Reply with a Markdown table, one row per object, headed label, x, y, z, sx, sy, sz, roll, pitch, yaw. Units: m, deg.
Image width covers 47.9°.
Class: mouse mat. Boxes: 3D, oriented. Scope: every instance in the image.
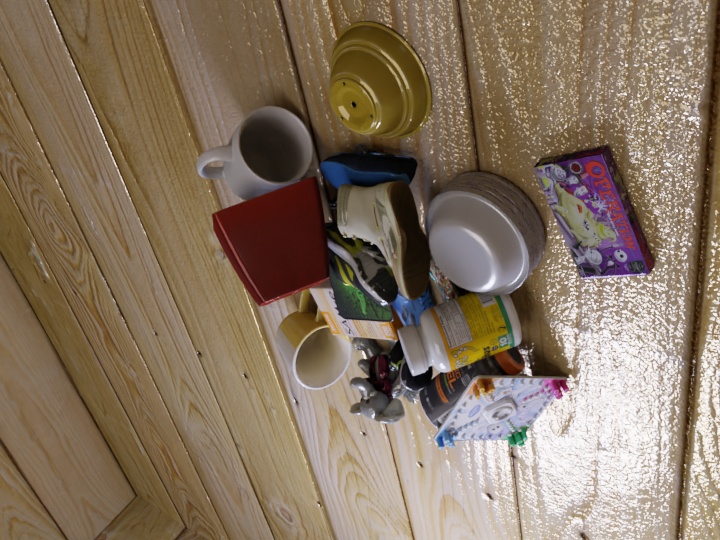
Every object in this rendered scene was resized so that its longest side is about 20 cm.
| label | x | y | z | sx | sy | sz | roll | pitch | yaw |
| --- | --- | --- | --- | --- | --- | --- | --- | --- | --- |
| mouse mat | -0.013 | 0.003 | 1.560 | 0.159 | 0.007 | 0.204 | 0 | 109 | 48 |

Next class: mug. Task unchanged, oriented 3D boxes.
| label | x | y | z | sx | sy | sz | roll | pitch | yaw |
| --- | --- | --- | --- | --- | --- | --- | --- | --- | --- |
| mug | -0.107 | 0.148 | 1.819 | 0.148 | 0.189 | 0.153 | 34 | 179 | -36 |
| mug | -0.207 | -0.202 | 1.510 | 0.175 | 0.196 | 0.151 | -28 | 69 | 62 |

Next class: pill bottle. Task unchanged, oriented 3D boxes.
| label | x | y | z | sx | sy | sz | roll | pitch | yaw |
| --- | --- | --- | --- | --- | --- | --- | --- | --- | --- |
| pill bottle | 0.168 | 0.107 | 1.396 | 0.113 | 0.196 | 0.115 | 161 | 90 | -88 |
| pill bottle | 0.211 | 0.208 | 1.505 | 0.106 | 0.106 | 0.200 | 47 | 115 | -3 |

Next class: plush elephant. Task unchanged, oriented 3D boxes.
| label | x | y | z | sx | sy | sz | roll | pitch | yaw |
| --- | --- | --- | --- | --- | --- | --- | --- | --- | --- |
| plush elephant | 0.039 | 0.244 | 1.724 | 0.163 | 0.155 | 0.202 | -8 | 119 | 49 |

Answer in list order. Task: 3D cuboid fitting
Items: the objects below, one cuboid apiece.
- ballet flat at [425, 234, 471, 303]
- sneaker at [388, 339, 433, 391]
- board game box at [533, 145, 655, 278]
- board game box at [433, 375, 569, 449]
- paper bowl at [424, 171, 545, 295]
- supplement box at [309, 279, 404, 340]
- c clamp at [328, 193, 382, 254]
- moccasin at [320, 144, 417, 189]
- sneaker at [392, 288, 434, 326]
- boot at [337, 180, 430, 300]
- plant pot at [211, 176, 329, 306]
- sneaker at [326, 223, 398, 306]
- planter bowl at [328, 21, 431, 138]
| label | x | y | z | sx | sy | sz | roll | pitch | yaw |
| --- | --- | --- | --- | --- | --- | --- | --- | --- | --- |
| ballet flat | 0.164 | 0.012 | 1.452 | 0.063 | 0.076 | 0.202 | -16 | 122 | 20 |
| sneaker | 0.093 | 0.182 | 1.577 | 0.082 | 0.201 | 0.072 | -37 | 103 | 23 |
| board game box | 0.343 | -0.080 | 1.192 | 0.119 | 0.032 | 0.202 | -8 | 118 | 45 |
| board game box | 0.256 | 0.262 | 1.476 | 0.202 | 0.196 | 0.026 | 115 | 150 | -41 |
| paper bowl | 0.191 | -0.049 | 1.317 | 0.198 | 0.104 | 0.203 | 29 | 143 | 25 |
| supplement box | 0.002 | 0.068 | 1.659 | 0.198 | 0.073 | 0.128 | -1 | 124 | 47 |
| c clamp | -0.021 | -0.062 | 1.554 | 0.169 | 0.027 | 0.205 | 17 | 121 | 48 |
| moccasin | 0.018 | -0.171 | 1.411 | 0.197 | 0.068 | 0.081 | 17 | 144 | 37 |
| sneaker | 0.107 | 0.057 | 1.546 | 0.078 | 0.066 | 0.202 | -22 | 107 | 50 |
| boot | 0.035 | -0.053 | 1.379 | 0.153 | 0.071 | 0.204 | 6 | 116 | 48 |
| plant pot | -0.152 | -0.041 | 1.505 | 0.200 | 0.196 | 0.180 | 153 | 96 | -79 |
| sneaker | 0.000 | 0.000 | 1.494 | 0.201 | 0.073 | 0.086 | 50 | 146 | 30 |
| planter bowl | 0.010 | -0.282 | 1.291 | 0.198 | 0.083 | 0.203 | 27 | 141 | 25 |
